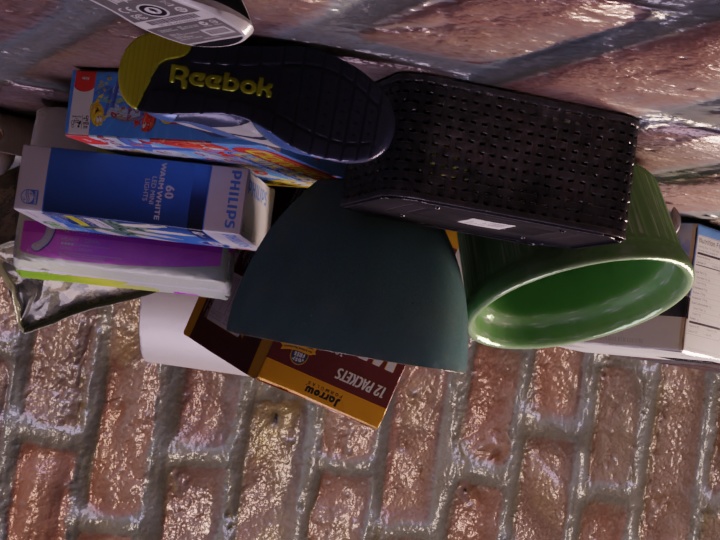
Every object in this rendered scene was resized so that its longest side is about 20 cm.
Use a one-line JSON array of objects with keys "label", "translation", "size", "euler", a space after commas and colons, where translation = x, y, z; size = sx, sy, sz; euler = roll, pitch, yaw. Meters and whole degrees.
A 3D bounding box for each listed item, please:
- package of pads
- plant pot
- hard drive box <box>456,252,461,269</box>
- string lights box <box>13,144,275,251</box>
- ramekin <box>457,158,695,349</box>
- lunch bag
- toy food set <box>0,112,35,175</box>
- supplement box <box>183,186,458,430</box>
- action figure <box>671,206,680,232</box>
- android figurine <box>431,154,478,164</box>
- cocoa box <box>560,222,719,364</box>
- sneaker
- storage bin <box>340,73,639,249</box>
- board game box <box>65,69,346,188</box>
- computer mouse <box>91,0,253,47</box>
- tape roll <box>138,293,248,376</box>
[{"label": "package of pads", "translation": [-0.207, -0.064, 1.824], "size": [0.198, 0.156, 0.068], "euler": [6, 163, 1]}, {"label": "plant pot", "translation": [0.000, 0.000, 1.640], "size": [0.198, 0.136, 0.200], "euler": [10, 179, 0]}, {"label": "hard drive box", "translation": [0.073, -0.009, 2.395], "size": [0.154, 0.078, 0.200], "euler": [9, 175, -9]}, {"label": "string lights box", "translation": [-0.181, -0.061, 1.711], "size": [0.198, 0.060, 0.103], "euler": [7, 173, 12]}, {"label": "ramekin", "translation": [0.177, -0.015, 1.715], "size": [0.198, 0.099, 0.200], "euler": [-10, 159, -4]}, {"label": "lunch bag", "translation": [-0.253, -0.047, 1.949], "size": [0.198, 0.118, 0.164], "euler": [-17, -148, 0]}, {"label": "toy food set", "translation": [-0.405, -0.126, 1.969], "size": [0.142, 0.061, 0.199], "euler": [11, 174, -30]}, {"label": "supplement box", "translation": [-0.037, 0.013, 1.854], "size": [0.132, 0.199, 0.200], "euler": [24, 180, -26]}, {"label": "action figure", "translation": [0.206, -0.021, 1.907], "size": [0.192, 0.106, 0.200], "euler": [-6, -171, -20]}, {"label": "android figurine", "translation": [0.106, -0.079, 1.801], "size": [0.198, 0.041, 0.182], "euler": [7, 174, 17]}, {"label": "cocoa box", "translation": [0.289, 0.020, 2.077], "size": [0.199, 0.133, 0.133], "euler": [4, 174, 40]}, {"label": "sneaker", "translation": [-0.070, -0.125, 1.440], "size": [0.198, 0.075, 0.082], "euler": [15, 177, 3]}, {"label": "storage bin", "translation": [0.097, -0.079, 1.532], "size": [0.198, 0.095, 0.135], "euler": [11, 174, -18]}, {"label": "board game box", "translation": [-0.107, -0.114, 1.666], "size": [0.194, 0.056, 0.200], "euler": [5, 174, 30]}, {"label": "computer mouse", "translation": [-0.140, -0.178, 1.135], "size": [0.109, 0.044, 0.199], "euler": [-3, 163, 42]}, {"label": "tape roll", "translation": [-0.175, 0.018, 2.395], "size": [0.138, 0.205, 0.203], "euler": [8, 175, 5]}]
